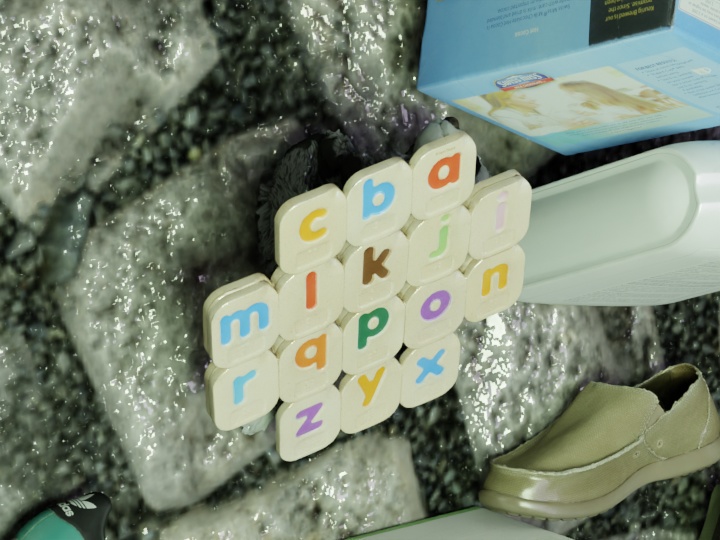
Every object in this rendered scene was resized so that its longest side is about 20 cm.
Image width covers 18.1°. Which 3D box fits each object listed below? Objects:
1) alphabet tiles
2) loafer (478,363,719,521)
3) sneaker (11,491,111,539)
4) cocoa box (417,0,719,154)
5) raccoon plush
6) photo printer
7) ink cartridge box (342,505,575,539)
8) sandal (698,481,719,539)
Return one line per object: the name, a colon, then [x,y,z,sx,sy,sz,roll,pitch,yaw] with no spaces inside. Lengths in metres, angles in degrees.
alphabet tiles: [0.005,0.016,1.220,0.199,0.015,0.196,-22,140,-22]
loafer: [0.149,0.105,1.413,0.199,0.076,0.068,-15,104,-43]
sneaker: [-0.121,0.210,1.226,0.080,0.071,0.201,-38,116,-21]
cocoa box: [0.149,-0.156,1.265,0.133,0.199,0.132,19,72,-38]
raccoon plush: [0.000,0.000,1.299,0.134,0.097,0.200,12,120,-50]
photo printer: [0.193,-0.028,1.340,0.166,0.200,0.070,2,78,-36]
ink cartridge box: [0.073,0.184,1.285,0.145,0.200,0.048,-9,102,-35]
sandal: [0.207,0.232,1.483,0.057,0.080,0.202,15,86,-10]
